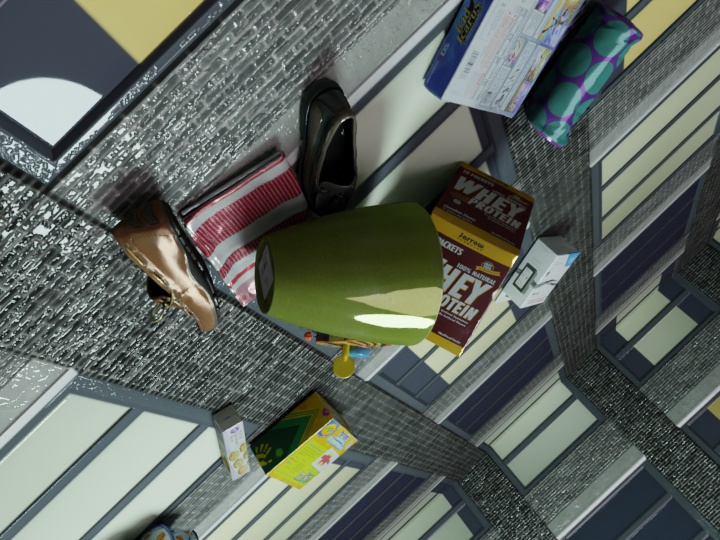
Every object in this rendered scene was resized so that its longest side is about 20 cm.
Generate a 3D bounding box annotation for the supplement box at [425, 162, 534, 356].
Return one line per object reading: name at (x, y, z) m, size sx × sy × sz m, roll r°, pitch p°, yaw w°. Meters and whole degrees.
supplement box at (0.155, -0.022, 0.930) m, size 0.198 × 0.131 × 0.202 m, roll -54°, pitch 169°, yaw -53°

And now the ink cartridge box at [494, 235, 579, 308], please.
ink cartridge box at (0.419, 0.018, 1.433) m, size 0.115 × 0.068 × 0.202 m, roll -8°, pitch 135°, yaw -44°

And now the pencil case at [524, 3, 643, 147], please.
pencil case at (0.339, -0.297, 0.925) m, size 0.091 × 0.086 × 0.201 m, roll 14°, pitch 120°, yaw -37°

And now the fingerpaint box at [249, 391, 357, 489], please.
fingerpaint box at (-0.109, 0.350, 1.224) m, size 0.166 × 0.074 × 0.201 m, roll -39°, pitch 150°, yaw -5°

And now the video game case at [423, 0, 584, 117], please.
video game case at (0.192, -0.308, 0.777) m, size 0.179 × 0.046 × 0.202 m, roll -4°, pitch 133°, yaw -45°

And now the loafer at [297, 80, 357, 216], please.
loafer at (-0.035, -0.125, 0.723) m, size 0.071 × 0.063 × 0.202 m, roll -27°, pitch 146°, yaw -20°

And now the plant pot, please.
plant pot at (-0.027, 0.005, 0.756) m, size 0.196 × 0.189 × 0.189 m, roll 0°, pitch 133°, yaw -24°

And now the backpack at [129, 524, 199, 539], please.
backpack at (-0.376, 0.566, 1.092) m, size 0.191 × 0.200 × 0.154 m, roll -45°, pitch 137°, yaw 0°

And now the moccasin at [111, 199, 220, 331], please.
moccasin at (-0.213, 0.010, 0.676) m, size 0.077 × 0.074 × 0.202 m, roll -25°, pitch 150°, yaw -7°

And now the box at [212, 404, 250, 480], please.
box at (-0.228, 0.310, 1.068) m, size 0.041 × 0.039 × 0.202 m, roll -26°, pitch 146°, yaw -27°

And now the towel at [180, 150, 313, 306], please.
towel at (-0.124, -0.044, 0.753) m, size 0.143 × 0.023 × 0.201 m, roll -34°, pitch 149°, yaw -9°

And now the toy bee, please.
toy bee at (-0.033, 0.111, 0.978) m, size 0.107 × 0.133 × 0.200 m, roll 11°, pitch 144°, yaw -23°
